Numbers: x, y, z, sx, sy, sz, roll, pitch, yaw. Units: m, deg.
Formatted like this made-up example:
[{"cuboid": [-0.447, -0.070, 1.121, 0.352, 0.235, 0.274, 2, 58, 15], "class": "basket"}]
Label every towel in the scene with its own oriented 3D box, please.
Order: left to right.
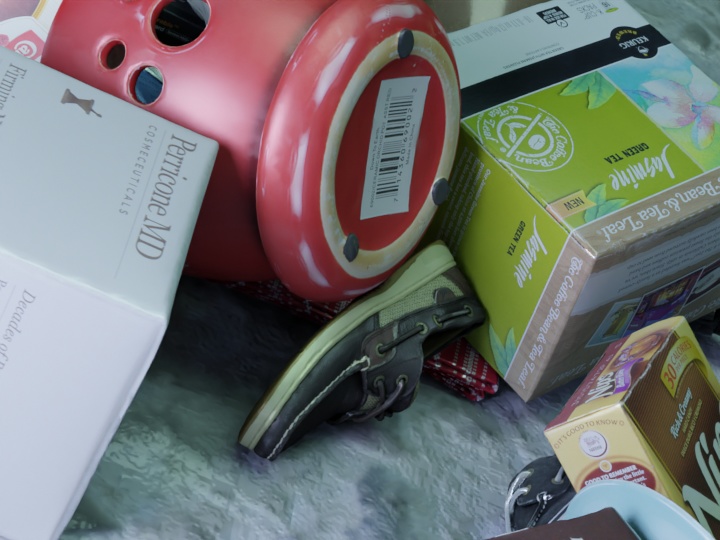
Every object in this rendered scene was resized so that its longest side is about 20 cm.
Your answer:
[{"cuboid": [0.000, 0.000, 1.321, 0.199, 0.023, 0.145, 24, 34, -7], "class": "towel"}]

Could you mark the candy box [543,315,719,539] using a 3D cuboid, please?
[{"cuboid": [0.185, 0.140, 1.151, 0.201, 0.056, 0.117, 60, 34, -8], "class": "candy box"}]

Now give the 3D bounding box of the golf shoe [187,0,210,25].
[{"cuboid": [-0.073, -0.181, 1.372, 0.075, 0.092, 0.201, -2, 61, -20], "class": "golf shoe"}]

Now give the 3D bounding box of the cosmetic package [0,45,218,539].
[{"cuboid": [-0.200, -0.001, 1.045, 0.199, 0.167, 0.168, 23, 33, -9], "class": "cosmetic package"}]

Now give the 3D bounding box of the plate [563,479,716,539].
[{"cuboid": [0.148, 0.199, 1.017, 0.025, 0.201, 0.200, -23, 56, -24], "class": "plate"}]

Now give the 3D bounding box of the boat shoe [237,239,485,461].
[{"cuboid": [0.008, 0.052, 1.200, 0.065, 0.073, 0.200, 44, 50, 6], "class": "boat shoe"}]

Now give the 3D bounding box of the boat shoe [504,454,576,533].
[{"cuboid": [0.114, 0.142, 1.184, 0.070, 0.073, 0.200, 21, 26, 20], "class": "boat shoe"}]

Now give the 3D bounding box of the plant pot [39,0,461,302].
[{"cuboid": [-0.057, -0.086, 1.177, 0.181, 0.202, 0.200, 18, 25, 32], "class": "plant pot"}]

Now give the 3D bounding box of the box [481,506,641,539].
[{"cuboid": [0.059, 0.232, 0.920, 0.199, 0.167, 0.164, -7, 46, -42], "class": "box"}]

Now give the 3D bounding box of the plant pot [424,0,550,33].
[{"cuboid": [0.077, -0.197, 1.516, 0.199, 0.201, 0.176, 18, 51, -15], "class": "plant pot"}]

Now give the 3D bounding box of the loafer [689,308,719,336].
[{"cuboid": [0.192, 0.000, 1.434, 0.199, 0.072, 0.063, 33, 53, 18], "class": "loafer"}]

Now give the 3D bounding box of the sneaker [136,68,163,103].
[{"cuboid": [-0.193, -0.127, 1.301, 0.199, 0.079, 0.089, 30, 31, 2], "class": "sneaker"}]

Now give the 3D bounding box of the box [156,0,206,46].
[{"cuboid": [-0.137, -0.206, 1.474, 0.199, 0.046, 0.159, 24, 34, -6], "class": "box"}]

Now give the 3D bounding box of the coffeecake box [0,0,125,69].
[{"cuboid": [-0.255, -0.146, 1.231, 0.153, 0.073, 0.200, -38, 68, -24], "class": "coffeecake box"}]

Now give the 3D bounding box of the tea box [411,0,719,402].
[{"cuboid": [0.130, -0.055, 1.322, 0.199, 0.134, 0.197, -23, 58, -37], "class": "tea box"}]
